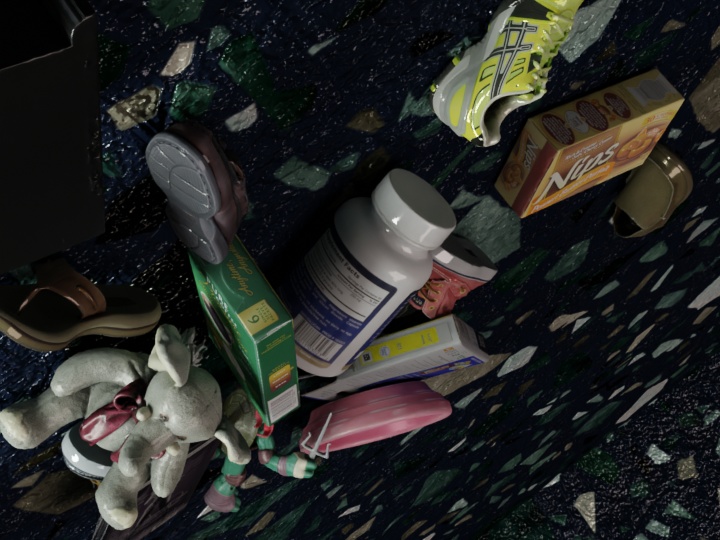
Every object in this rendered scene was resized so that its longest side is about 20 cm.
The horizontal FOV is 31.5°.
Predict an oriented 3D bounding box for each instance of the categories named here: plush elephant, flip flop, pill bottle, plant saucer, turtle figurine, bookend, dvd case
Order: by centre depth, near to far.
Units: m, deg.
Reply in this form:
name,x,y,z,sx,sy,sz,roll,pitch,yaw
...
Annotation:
name,x,y,z,sx,sy,sz,roll,pitch,yaw
bookend,-0.259,-0.076,0.741,0.199,0.092,0.199,-25,153,-24
flip flop,-0.226,0.019,1.000,0.200,0.081,0.058,-1,121,-57
plush elephant,-0.187,0.132,1.139,0.200,0.165,0.155,-45,-158,-21
pill bottle,0.000,0.000,1.236,0.200,0.111,0.111,-48,155,25
dvd case,-0.219,0.239,1.334,0.148,0.016,0.200,-32,162,-40
turtle figurine,-0.115,0.168,1.377,0.100,0.150,0.200,18,131,-33
plant saucer,0.015,0.185,1.621,0.200,0.051,0.201,-15,167,-3

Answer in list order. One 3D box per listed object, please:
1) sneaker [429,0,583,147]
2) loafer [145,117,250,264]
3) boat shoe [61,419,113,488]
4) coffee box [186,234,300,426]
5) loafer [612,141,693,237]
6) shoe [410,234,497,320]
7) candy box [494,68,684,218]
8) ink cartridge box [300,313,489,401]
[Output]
name,x,y,z,sx,sy,sz,roll,pitch,yaw
sneaker,0.149,-0.194,1.129,0.075,0.077,0.200,-1,137,-52
loafer,-0.121,-0.072,1.000,0.063,0.072,0.200,-51,168,-19
boat shoe,-0.253,0.207,1.310,0.091,0.071,0.200,-47,158,13
coffee box,-0.104,0.053,1.174,0.044,0.123,0.200,-29,155,-15
loafer,0.373,-0.094,1.648,0.067,0.076,0.200,-38,158,-14
shoe,0.084,0.006,1.422,0.091,0.072,0.200,-45,160,11
candy box,0.252,-0.141,1.406,0.199,0.055,0.116,-23,153,-30
ink cartridge box,0.043,0.111,1.545,0.199,0.047,0.198,-16,168,12
